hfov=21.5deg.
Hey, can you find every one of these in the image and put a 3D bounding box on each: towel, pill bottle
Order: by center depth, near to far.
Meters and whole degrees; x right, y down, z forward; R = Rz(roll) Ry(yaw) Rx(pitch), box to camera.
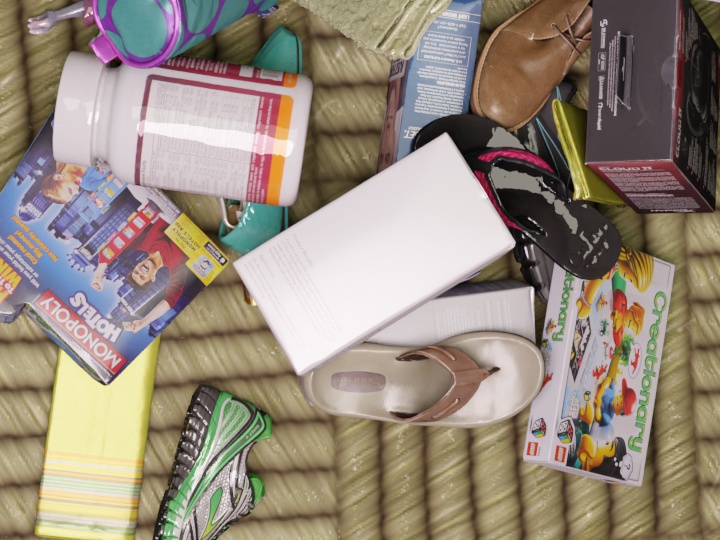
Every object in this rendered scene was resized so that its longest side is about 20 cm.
[{"bbox_3d":[-0.143,-0.118,1.535,0.199,0.110,0.110,8,91,-2],"label":"pill bottle"},{"bbox_3d":[0.010,-0.265,1.588,0.200,0.036,0.149,37,88,39],"label":"towel"},{"bbox_3d":[0.194,-0.095,1.591,0.018,0.200,0.087,-20,84,17],"label":"towel"},{"bbox_3d":[-0.226,0.133,1.632,0.086,0.018,0.201,8,89,-11],"label":"towel"}]

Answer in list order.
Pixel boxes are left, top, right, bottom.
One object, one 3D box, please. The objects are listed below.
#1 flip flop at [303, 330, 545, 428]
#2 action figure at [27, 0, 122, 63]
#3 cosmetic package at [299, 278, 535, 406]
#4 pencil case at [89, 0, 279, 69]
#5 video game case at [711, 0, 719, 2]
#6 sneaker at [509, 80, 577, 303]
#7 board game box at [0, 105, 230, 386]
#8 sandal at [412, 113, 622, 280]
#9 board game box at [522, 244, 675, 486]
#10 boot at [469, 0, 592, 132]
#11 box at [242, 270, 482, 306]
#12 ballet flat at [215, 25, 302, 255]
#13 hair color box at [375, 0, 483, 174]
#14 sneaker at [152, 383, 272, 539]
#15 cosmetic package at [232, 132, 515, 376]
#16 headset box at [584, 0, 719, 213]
[{"bbox_3d":[0.053,0.090,1.543,0.199,0.058,0.082,2,93,-6],"label":"flip flop"},{"bbox_3d":[-0.199,-0.262,1.603,0.148,0.134,0.201,-10,92,-33],"label":"action figure"},{"bbox_3d":[0.044,0.060,1.621,0.199,0.107,0.091,-4,95,-8],"label":"cosmetic package"},{"bbox_3d":[-0.134,-0.226,1.530,0.092,0.200,0.085,-30,95,33],"label":"pencil case"},{"bbox_3d":[0.214,-0.281,1.599,0.199,0.183,0.022,10,117,-7],"label":"video game case"},{"bbox_3d":[0.166,-0.072,1.647,0.079,0.075,0.201,-10,92,-10],"label":"sneaker"},{"bbox_3d":[-0.250,-0.006,1.586,0.200,0.062,0.200,45,76,-2],"label":"board game box"},{"bbox_3d":[0.134,-0.064,1.560,0.200,0.045,0.075,34,87,-6],"label":"sandal"},{"bbox_3d":[0.207,0.077,1.631,0.126,0.035,0.201,17,79,-41],"label":"board game box"},{"bbox_3d":[0.164,-0.198,1.608,0.074,0.075,0.200,45,64,-15],"label":"boot"},{"bbox_3d":[0.000,0.000,1.608,0.199,0.119,0.042,-8,92,-7],"label":"box"},{"bbox_3d":[-0.092,-0.111,1.616,0.070,0.067,0.201,3,93,-26],"label":"ballet flat"},{"bbox_3d":[0.055,-0.133,1.620,0.060,0.100,0.201,7,90,-8],"label":"hair color box"},{"bbox_3d":[-0.128,0.205,1.620,0.085,0.078,0.201,17,89,-7],"label":"sneaker"},{"bbox_3d":[0.011,-0.011,1.497,0.199,0.085,0.108,-30,86,-2],"label":"cosmetic package"},{"bbox_3d":[0.243,-0.141,1.568,0.077,0.200,0.150,-1,79,23],"label":"headset box"}]
